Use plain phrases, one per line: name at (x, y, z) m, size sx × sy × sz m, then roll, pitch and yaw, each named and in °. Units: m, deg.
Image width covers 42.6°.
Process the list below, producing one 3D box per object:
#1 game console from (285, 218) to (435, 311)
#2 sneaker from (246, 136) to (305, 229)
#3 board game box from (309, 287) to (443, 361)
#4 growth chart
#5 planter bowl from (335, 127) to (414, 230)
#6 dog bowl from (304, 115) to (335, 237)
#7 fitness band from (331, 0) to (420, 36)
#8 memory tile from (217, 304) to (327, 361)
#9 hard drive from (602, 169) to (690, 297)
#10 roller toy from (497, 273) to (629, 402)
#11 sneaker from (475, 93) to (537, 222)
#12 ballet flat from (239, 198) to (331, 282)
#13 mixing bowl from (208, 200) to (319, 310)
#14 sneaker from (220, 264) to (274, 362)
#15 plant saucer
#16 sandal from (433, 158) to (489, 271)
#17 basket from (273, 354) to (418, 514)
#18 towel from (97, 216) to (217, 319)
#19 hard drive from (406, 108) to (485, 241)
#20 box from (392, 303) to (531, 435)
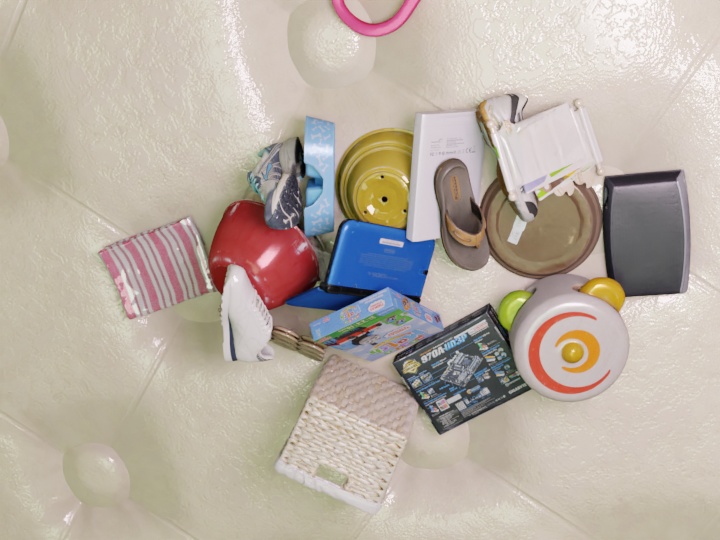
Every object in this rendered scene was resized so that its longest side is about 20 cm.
game console at (0.000, 0.000, 1.513) m, size 0.118 × 0.199 × 0.172 m, roll 25°, pitch 103°, yaw 50°
sneaker at (-0.140, -0.133, 1.490) m, size 0.086 × 0.201 × 0.078 m, roll -8°, pitch 131°, yaw 13°
board game box at (0.031, 0.094, 1.532) m, size 0.150 × 0.200 × 0.037 m, roll -26°, pitch 65°, yaw 21°
growth chart at (0.287, -0.179, 1.404) m, size 0.199 × 0.018 × 0.146 m, roll -19°, pitch 101°, yaw -25°
planter bowl at (0.046, -0.125, 1.505) m, size 0.199 × 0.084 × 0.202 m, roll 4°, pitch 109°, yaw 11°
dog bowl at (-0.066, -0.152, 1.512) m, size 0.049 × 0.112 × 0.202 m, roll 0°, pitch 109°, yaw -1°
fitness band at (0.035, -0.459, 1.417) m, size 0.143 × 0.037 × 0.201 m, roll 34°, pitch 114°, yaw 0°
memory tile at (-0.152, 0.108, 1.605) m, size 0.199 × 0.153 × 0.017 m, roll 22°, pitch 77°, yaw 1°
hard drive at (0.453, -0.053, 1.457) m, size 0.134 × 0.042 × 0.202 m, roll -3°, pitch 108°, yaw 14°
roller toy at (0.334, 0.109, 1.478) m, size 0.198 × 0.140 × 0.184 m, roll -16°, pitch 106°, yaw 9°
sneaker at (0.250, -0.176, 1.424) m, size 0.087 × 0.076 × 0.201 m, roll -21°, pitch 101°, yaw -3°
ballet flat at (-0.121, -0.064, 1.584) m, size 0.200 × 0.072 × 0.072 m, roll 44°, pitch 112°, yaw -6°
mixing bowl at (-0.180, -0.005, 1.540) m, size 0.199 × 0.109 × 0.201 m, roll 24°, pitch 142°, yaw 20°
sneaker at (-0.180, 0.070, 1.481) m, size 0.080 × 0.077 × 0.201 m, roll 6°, pitch 135°, yaw 5°
plant saucer at (0.290, -0.078, 1.495) m, size 0.198 × 0.029 × 0.202 m, roll 4°, pitch 111°, yaw 12°
sandal at (0.169, -0.082, 1.460) m, size 0.081 × 0.054 × 0.201 m, roll -27°, pitch 122°, yaw -23°
basket at (-0.017, 0.279, 1.599) m, size 0.197 × 0.200 × 0.162 m, roll 23°, pitch 110°, yaw 4°
towel at (-0.365, -0.001, 1.673) m, size 0.199 × 0.030 × 0.147 m, roll -17°, pitch 105°, yaw 18°
hard drive at (0.137, -0.152, 1.462) m, size 0.027 × 0.131 × 0.202 m, roll 29°, pitch 122°, yaw 51°
box at (0.179, 0.173, 1.597) m, size 0.199 × 0.046 × 0.160 m, roll -31°, pitch 99°, yaw 21°
